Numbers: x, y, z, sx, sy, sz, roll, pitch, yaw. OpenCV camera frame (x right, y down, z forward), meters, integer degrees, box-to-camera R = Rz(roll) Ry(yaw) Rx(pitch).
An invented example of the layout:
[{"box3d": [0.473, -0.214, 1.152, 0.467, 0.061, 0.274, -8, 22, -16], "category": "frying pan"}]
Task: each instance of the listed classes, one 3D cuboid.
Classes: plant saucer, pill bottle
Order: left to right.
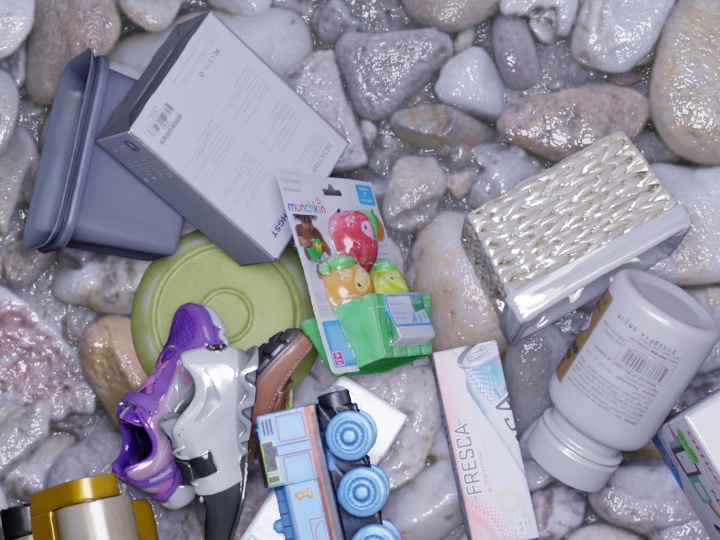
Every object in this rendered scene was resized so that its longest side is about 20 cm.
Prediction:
[{"box3d": [-0.136, 0.048, 1.630, 0.199, 0.031, 0.201, 0, 79, 1], "category": "plant saucer"}, {"box3d": [0.246, 0.108, 1.543, 0.114, 0.114, 0.200, 32, 111, 6], "category": "pill bottle"}]

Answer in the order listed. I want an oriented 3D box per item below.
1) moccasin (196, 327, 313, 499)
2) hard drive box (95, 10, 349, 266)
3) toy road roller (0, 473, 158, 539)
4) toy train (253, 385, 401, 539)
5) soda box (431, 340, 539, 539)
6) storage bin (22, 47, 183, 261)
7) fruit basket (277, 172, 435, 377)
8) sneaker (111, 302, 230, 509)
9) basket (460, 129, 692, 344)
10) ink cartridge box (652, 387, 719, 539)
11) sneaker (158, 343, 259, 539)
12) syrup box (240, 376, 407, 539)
[{"box3d": [-0.099, 0.146, 1.571, 0.078, 0.074, 0.202, 28, 98, -11], "category": "moccasin"}, {"box3d": [-0.132, -0.126, 1.575, 0.200, 0.077, 0.156, 43, 64, -24], "category": "hard drive box"}, {"box3d": [-0.240, 0.261, 1.518, 0.146, 0.200, 0.123, -5, 78, -37], "category": "toy road roller"}, {"box3d": [-0.030, 0.211, 1.493, 0.114, 0.087, 0.201, -12, 86, 3], "category": "toy train"}, {"box3d": [0.122, 0.175, 1.588, 0.068, 0.064, 0.201, -12, 80, -1], "category": "soda box"}, {"box3d": [-0.246, -0.100, 1.616, 0.134, 0.145, 0.201, 16, 78, -24], "category": "storage bin"}, {"box3d": [0.000, 0.000, 1.569, 0.094, 0.185, 0.201, -16, 81, 29], "category": "fruit basket"}, {"box3d": [-0.188, 0.126, 1.547, 0.088, 0.080, 0.201, 18, 80, -36], "category": "sneaker"}, {"box3d": [0.206, -0.034, 1.590, 0.200, 0.136, 0.124, -30, 78, -6], "category": "basket"}, {"box3d": [0.384, 0.171, 1.516, 0.146, 0.200, 0.147, -29, 80, -5], "category": "ink cartridge box"}, {"box3d": [-0.147, 0.166, 1.503, 0.088, 0.074, 0.201, 4, 96, -10], "category": "sneaker"}, {"box3d": [-0.038, 0.207, 1.573, 0.079, 0.081, 0.200, 31, 82, 3], "category": "syrup box"}]
